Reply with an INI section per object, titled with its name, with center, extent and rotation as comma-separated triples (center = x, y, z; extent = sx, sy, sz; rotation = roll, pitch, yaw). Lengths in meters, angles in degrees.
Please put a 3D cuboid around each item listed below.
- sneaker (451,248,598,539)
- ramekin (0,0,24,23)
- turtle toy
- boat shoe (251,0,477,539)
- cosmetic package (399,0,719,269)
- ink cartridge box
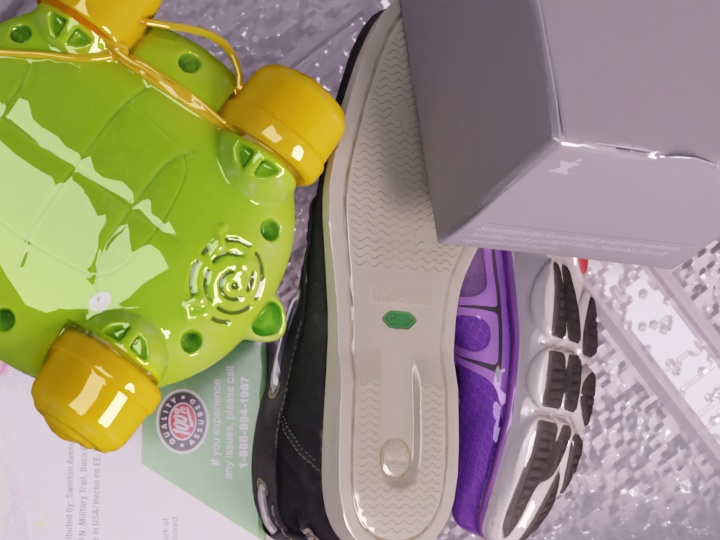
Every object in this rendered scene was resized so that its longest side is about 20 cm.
[sneaker]
center = 0.043, 0.004, 0.888
extent = 0.083, 0.081, 0.200
rotation = -5, 79, 18
[ramekin]
center = -0.214, -0.168, 0.886
extent = 0.200, 0.105, 0.201
rotation = 0, 89, 5
[turtle toy]
center = -0.108, -0.035, 0.805
extent = 0.200, 0.101, 0.146
rotation = 36, 80, -1
[boat shoe]
center = 0.000, 0.000, 0.834
extent = 0.072, 0.068, 0.200
rotation = 14, 78, -34
[cosmetic package]
center = 0.075, -0.108, 0.822
extent = 0.107, 0.090, 0.200
rotation = 8, 65, -28
[ink cartridge box]
center = -0.131, 0.093, 0.883
extent = 0.200, 0.088, 0.146
rotation = 1, 88, 3
